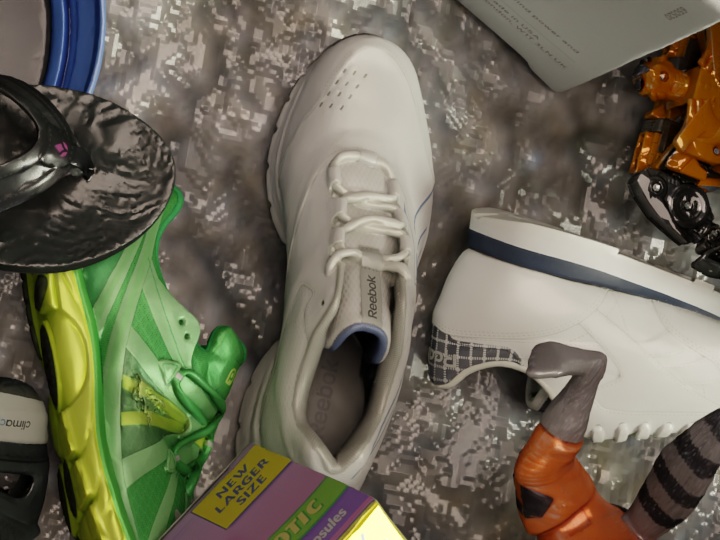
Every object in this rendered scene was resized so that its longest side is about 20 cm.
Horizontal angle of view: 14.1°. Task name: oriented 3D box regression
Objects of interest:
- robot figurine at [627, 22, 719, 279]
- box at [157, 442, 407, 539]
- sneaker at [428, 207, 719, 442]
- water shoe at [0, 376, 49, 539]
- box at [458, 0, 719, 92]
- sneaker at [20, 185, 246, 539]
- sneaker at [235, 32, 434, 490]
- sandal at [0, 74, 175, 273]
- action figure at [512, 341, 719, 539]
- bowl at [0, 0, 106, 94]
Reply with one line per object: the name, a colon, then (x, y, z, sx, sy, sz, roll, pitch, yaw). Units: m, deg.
robot figurine: (0.204, -0.049, 1.262, 0.199, 0.058, 0.146, 21, 78, -14)
box: (-0.024, 0.203, 1.109, 0.176, 0.097, 0.200, -46, 119, -17)
sneaker: (0.125, 0.039, 1.229, 0.199, 0.076, 0.081, 19, 90, -10)
water shoe: (-0.217, 0.081, 1.113, 0.199, 0.071, 0.079, 0, 90, -14)
box: (0.075, -0.194, 1.166, 0.199, 0.200, 0.131, 40, 76, -9)
sneaker: (-0.082, 0.056, 1.155, 0.083, 0.074, 0.201, -9, 86, -14)
sneaker: (0.000, 0.000, 1.180, 0.074, 0.087, 0.201, 7, 80, -14)
sandal: (-0.167, -0.048, 1.106, 0.199, 0.048, 0.076, 12, 76, -12)
action figure: (0.115, 0.142, 1.149, 0.104, 0.194, 0.200, -34, 65, -26)
bowl: (-0.202, -0.103, 1.154, 0.199, 0.039, 0.202, 2, 84, -17)
